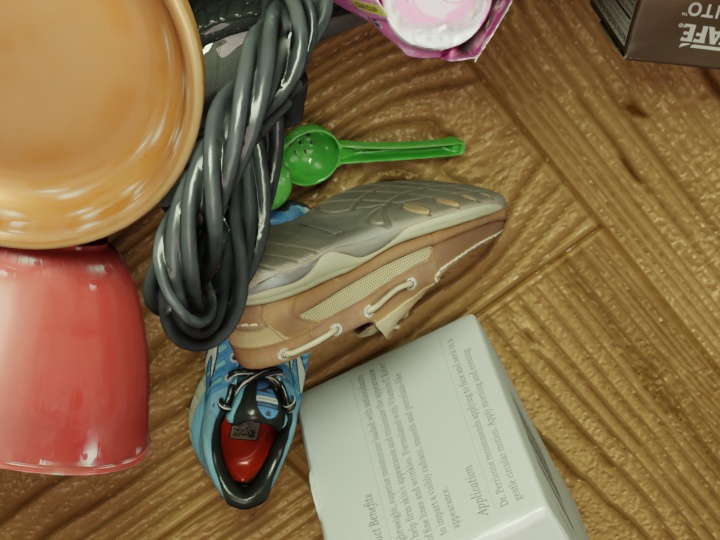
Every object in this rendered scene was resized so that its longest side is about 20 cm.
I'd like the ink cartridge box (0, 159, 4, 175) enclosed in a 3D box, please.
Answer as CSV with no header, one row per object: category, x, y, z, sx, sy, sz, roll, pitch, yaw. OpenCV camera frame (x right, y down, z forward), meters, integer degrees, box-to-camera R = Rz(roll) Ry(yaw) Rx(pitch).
ink cartridge box,-0.181,-0.135,0.927,0.037,0.095,0.200,-1,121,-7

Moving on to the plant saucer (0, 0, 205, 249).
plant saucer,-0.167,-0.104,0.864,0.200,0.037,0.200,6,122,9

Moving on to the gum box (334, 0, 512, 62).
gum box,0.050,-0.201,0.885,0.066,0.113,0.200,26,93,-24

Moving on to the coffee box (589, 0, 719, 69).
coffee box,0.205,-0.211,0.963,0.114,0.080,0.200,4,120,-13

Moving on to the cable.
cable,-0.052,-0.055,0.860,0.051,0.200,0.163,22,133,-3

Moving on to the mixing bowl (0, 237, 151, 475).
mixing bowl,-0.196,0.022,0.979,0.200,0.200,0.109,13,100,-18

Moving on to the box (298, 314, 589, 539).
box,0.068,0.173,1.100,0.131,0.199,0.200,-25,123,6

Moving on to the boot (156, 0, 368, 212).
boot,-0.077,-0.103,0.992,0.200,0.070,0.132,-15,139,-13

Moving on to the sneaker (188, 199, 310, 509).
sneaker,-0.055,0.052,1.067,0.078,0.090,0.200,1,117,-11

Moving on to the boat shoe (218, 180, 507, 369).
boat shoe,0.000,0.000,1.025,0.200,0.076,0.072,-19,115,-32

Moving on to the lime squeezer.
lime squeezer,-0.031,-0.046,1.011,0.200,0.071,0.038,-30,153,-43
